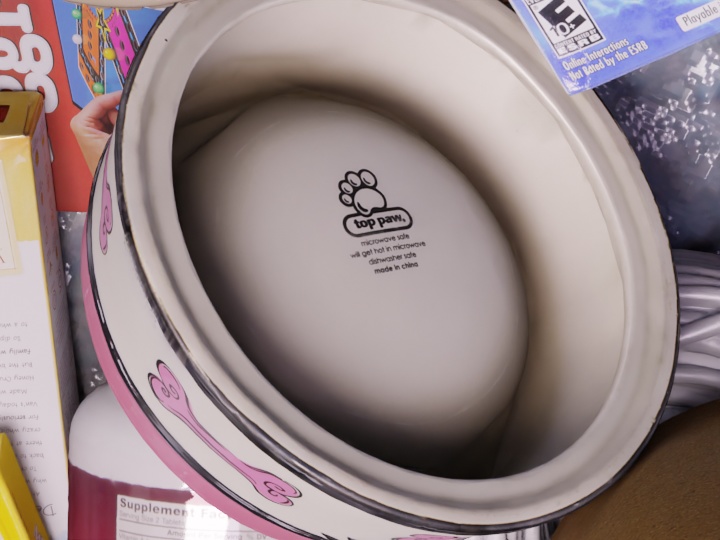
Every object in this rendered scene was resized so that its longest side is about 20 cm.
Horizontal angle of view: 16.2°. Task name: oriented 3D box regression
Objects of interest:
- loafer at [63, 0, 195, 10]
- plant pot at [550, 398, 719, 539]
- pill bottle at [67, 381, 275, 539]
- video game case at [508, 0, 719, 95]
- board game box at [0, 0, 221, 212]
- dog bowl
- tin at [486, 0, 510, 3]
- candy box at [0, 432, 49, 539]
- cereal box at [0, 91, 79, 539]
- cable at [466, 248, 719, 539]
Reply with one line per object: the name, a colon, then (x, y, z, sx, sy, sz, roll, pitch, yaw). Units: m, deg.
loafer: (-0.097, -0.127, 0.778, 0.200, 0.076, 0.068, 3, 125, 20)
plant pot: (0.121, 0.129, 0.729, 0.186, 0.200, 0.187, 0, 89, 14)
pill bottle: (-0.049, 0.097, 0.889, 0.109, 0.110, 0.200, 2, 98, 1)
video game case: (0.104, -0.168, 0.752, 0.200, 0.045, 0.181, -23, 113, 27)
board game box: (-0.099, -0.112, 0.845, 0.103, 0.019, 0.200, 3, 119, 21)
dog bowl: (0.000, 0.000, 0.798, 0.200, 0.200, 0.074, 37, 141, -10)
tin: (0.045, -0.188, 0.822, 0.112, 0.042, 0.200, -10, 110, -10)
candy box: (-0.150, 0.147, 0.933, 0.102, 0.026, 0.200, -12, 127, 6)
cereal box: (-0.175, 0.034, 0.904, 0.144, 0.040, 0.200, 0, 120, 3)
cable: (0.105, 0.090, 0.913, 0.200, 0.069, 0.200, -5, 110, 5)
